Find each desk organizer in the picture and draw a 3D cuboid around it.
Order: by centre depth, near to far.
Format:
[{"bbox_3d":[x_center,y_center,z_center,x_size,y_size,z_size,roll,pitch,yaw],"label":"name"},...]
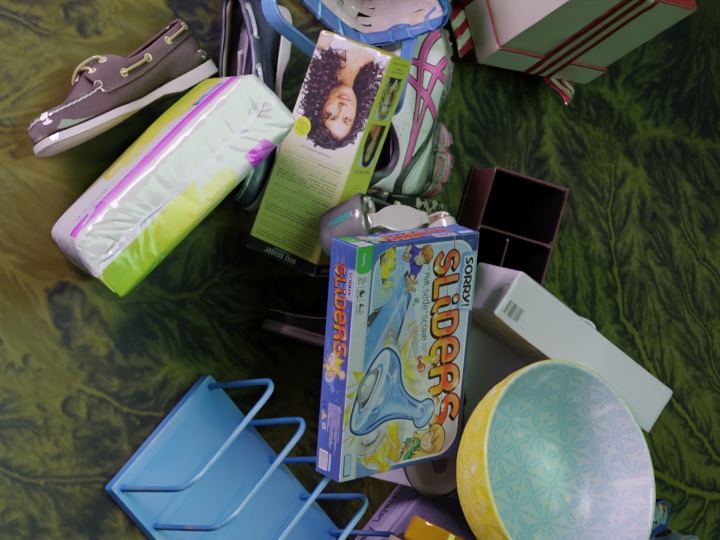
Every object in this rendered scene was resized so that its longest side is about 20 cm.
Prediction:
[{"bbox_3d":[0.133,-0.004,1.683,0.072,0.077,0.200,30,67,-31],"label":"desk organizer"}]

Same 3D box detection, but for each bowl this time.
[{"bbox_3d":[0.150,0.186,1.500,0.200,0.108,0.200,14,67,-35],"label":"bowl"}]

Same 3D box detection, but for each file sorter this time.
[{"bbox_3d":[-0.084,0.205,1.462,0.200,0.123,0.139,52,57,-20],"label":"file sorter"}]

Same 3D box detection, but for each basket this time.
[{"bbox_3d":[-0.005,-0.260,1.555,0.176,0.139,0.200,39,58,-38],"label":"basket"}]

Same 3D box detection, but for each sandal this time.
[{"bbox_3d":[0.065,0.108,1.526,0.080,0.057,0.201,-19,104,-20],"label":"sandal"}]

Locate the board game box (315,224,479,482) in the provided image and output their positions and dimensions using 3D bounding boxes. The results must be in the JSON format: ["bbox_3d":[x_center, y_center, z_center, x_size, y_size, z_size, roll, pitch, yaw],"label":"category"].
[{"bbox_3d":[0.031,0.067,1.430,0.135,0.034,0.200,-8,109,-39],"label":"board game box"}]

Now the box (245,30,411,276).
[{"bbox_3d":[-0.027,-0.099,1.480,0.050,0.075,0.200,-2,113,-65],"label":"box"}]

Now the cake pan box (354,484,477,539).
[{"bbox_3d":[0.088,0.290,1.630,0.184,0.052,0.200,-49,113,-29],"label":"cake pan box"}]

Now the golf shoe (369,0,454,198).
[{"bbox_3d":[0.038,-0.170,1.634,0.092,0.073,0.200,2,83,-38],"label":"golf shoe"}]

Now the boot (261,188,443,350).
[{"bbox_3d":[0.000,0.000,1.565,0.200,0.073,0.151,6,94,-41],"label":"boot"}]

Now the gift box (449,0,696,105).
[{"bbox_3d":[0.194,-0.282,1.694,0.184,0.187,0.200,10,63,-38],"label":"gift box"}]

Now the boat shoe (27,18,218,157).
[{"bbox_3d":[-0.206,-0.155,1.447,0.200,0.072,0.060,-33,98,-39],"label":"boat shoe"}]

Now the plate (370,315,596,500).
[{"bbox_3d":[0.104,0.114,1.592,0.199,0.032,0.200,19,89,-24],"label":"plate"}]

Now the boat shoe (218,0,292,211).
[{"bbox_3d":[-0.102,-0.152,1.523,0.062,0.075,0.200,17,73,-37],"label":"boat shoe"}]

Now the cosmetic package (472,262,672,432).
[{"bbox_3d":[0.185,0.069,1.561,0.200,0.083,0.051,37,79,-23],"label":"cosmetic package"}]

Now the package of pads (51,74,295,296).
[{"bbox_3d":[-0.156,-0.073,1.391,0.200,0.154,0.068,-45,105,-9],"label":"package of pads"}]

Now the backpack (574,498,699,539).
[{"bbox_3d":[0.229,0.315,1.619,0.200,0.154,0.191,-12,116,-49],"label":"backpack"}]

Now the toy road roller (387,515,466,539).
[{"bbox_3d":[0.091,0.299,1.470,0.123,0.146,0.200,-64,158,-7],"label":"toy road roller"}]

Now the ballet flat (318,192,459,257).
[{"bbox_3d":[0.049,-0.026,1.479,0.200,0.064,0.067,8,56,-47],"label":"ballet flat"}]
